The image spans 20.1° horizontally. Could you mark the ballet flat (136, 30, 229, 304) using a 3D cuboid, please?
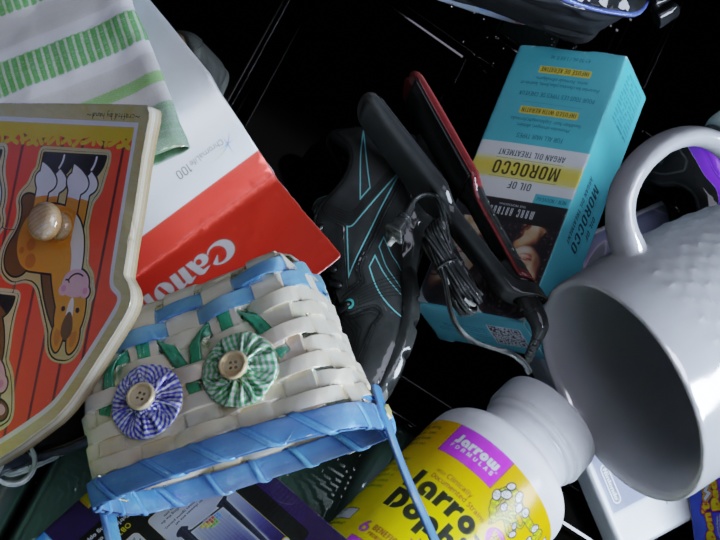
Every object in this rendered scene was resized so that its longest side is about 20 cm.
[{"bbox_3d":[-0.108,-0.048,1.229,0.068,0.068,0.202,28,63,-45],"label":"ballet flat"}]

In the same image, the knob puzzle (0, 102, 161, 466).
[{"bbox_3d":[-0.196,0.008,1.067,0.030,0.218,0.222,19,67,-53],"label":"knob puzzle"}]

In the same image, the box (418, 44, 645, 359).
[{"bbox_3d":[0.111,-0.047,1.311,0.049,0.082,0.201,53,54,-51],"label":"box"}]

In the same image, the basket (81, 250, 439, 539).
[{"bbox_3d":[-0.062,0.106,1.061,0.175,0.139,0.202,-21,83,9],"label":"basket"}]

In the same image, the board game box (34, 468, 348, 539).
[{"bbox_3d":[-0.108,0.194,1.122,0.200,0.057,0.165,-41,61,-19],"label":"board game box"}]

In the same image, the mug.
[{"bbox_3d":[0.213,0.011,1.238,0.174,0.147,0.202,-28,104,-25],"label":"mug"}]

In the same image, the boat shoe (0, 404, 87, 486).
[{"bbox_3d":[-0.200,0.085,1.158,0.198,0.062,0.076,-12,85,-25],"label":"boat shoe"}]

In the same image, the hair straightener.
[{"bbox_3d":[0.048,-0.022,1.236,0.076,0.041,0.201,-23,78,-23],"label":"hair straightener"}]

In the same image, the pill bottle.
[{"bbox_3d":[0.053,0.154,1.231,0.200,0.104,0.104,-43,96,-26],"label":"pill bottle"}]

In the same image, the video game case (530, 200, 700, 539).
[{"bbox_3d":[0.202,0.063,1.364,0.181,0.023,0.202,-22,87,-27],"label":"video game case"}]

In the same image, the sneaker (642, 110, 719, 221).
[{"bbox_3d":[0.250,0.003,1.355,0.099,0.070,0.201,-28,88,-19],"label":"sneaker"}]

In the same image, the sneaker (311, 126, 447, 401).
[{"bbox_3d":[0.000,0.000,1.271,0.078,0.075,0.202,16,63,-10],"label":"sneaker"}]

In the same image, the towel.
[{"bbox_3d":[-0.200,-0.128,1.170,0.151,0.023,0.201,-22,68,-2],"label":"towel"}]

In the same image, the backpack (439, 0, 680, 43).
[{"bbox_3d":[0.107,-0.258,1.328,0.198,0.154,0.193,15,80,-26],"label":"backpack"}]

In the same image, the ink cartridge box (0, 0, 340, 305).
[{"bbox_3d":[-0.132,-0.040,1.163,0.160,0.047,0.200,-36,68,-9],"label":"ink cartridge box"}]

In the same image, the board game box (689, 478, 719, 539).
[{"bbox_3d":[0.313,0.153,1.362,0.198,0.045,0.136,-7,91,-28],"label":"board game box"}]
